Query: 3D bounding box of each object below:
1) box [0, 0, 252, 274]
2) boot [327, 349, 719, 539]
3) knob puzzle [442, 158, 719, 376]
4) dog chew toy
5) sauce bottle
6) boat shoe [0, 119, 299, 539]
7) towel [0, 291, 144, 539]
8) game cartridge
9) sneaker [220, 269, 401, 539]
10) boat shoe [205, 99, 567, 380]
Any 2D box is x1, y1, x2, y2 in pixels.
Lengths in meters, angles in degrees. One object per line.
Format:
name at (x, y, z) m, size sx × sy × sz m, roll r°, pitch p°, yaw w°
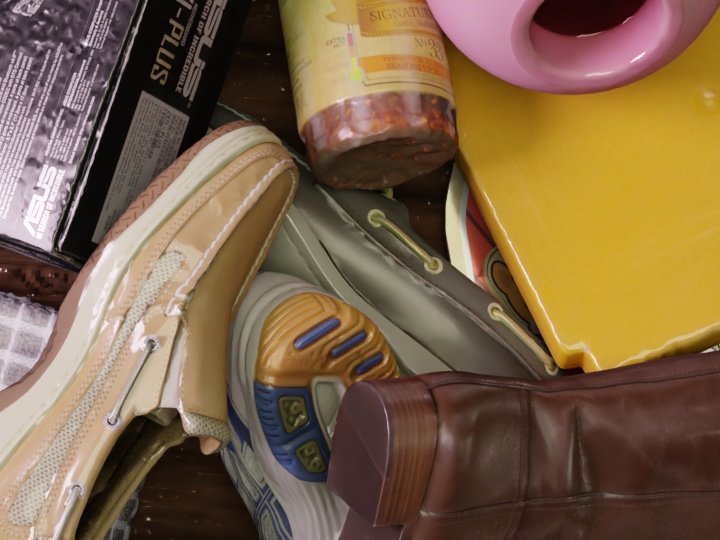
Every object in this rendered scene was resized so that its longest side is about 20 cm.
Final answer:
box at (-0.134, -0.113, 0.923) m, size 0.163 × 0.086 × 0.201 m, roll 17°, pitch 86°, yaw 21°
boot at (0.077, 0.117, 0.930) m, size 0.200 × 0.064 × 0.187 m, roll -3°, pitch 120°, yaw -30°
knob puzzle at (0.123, -0.022, 1.000) m, size 0.219 × 0.030 × 0.220 m, roll 0°, pitch 88°, yaw -5°
dog chew toy at (0.076, -0.165, 0.940) m, size 0.124 × 0.125 × 0.200 m, roll -4°, pitch 50°, yaw -5°
sauce bottle at (-0.006, -0.134, 0.956) m, size 0.066 × 0.066 × 0.201 m, roll -9°, pitch 73°, yaw -5°
boat shoe at (-0.075, 0.040, 0.879) m, size 0.076 × 0.072 × 0.200 m, roll 33°, pitch 85°, yaw 23°
towel at (-0.187, 0.079, 0.942) m, size 0.199 × 0.086 × 0.166 m, roll 16°, pitch 86°, yaw -4°
game cartridge at (0.140, -0.063, 0.975) m, size 0.200 × 0.032 × 0.177 m, roll -23°, pitch 73°, yaw -6°
sneaker at (-0.014, 0.088, 0.963) m, size 0.075 × 0.088 × 0.201 m, roll -21°, pitch 117°, yaw -23°
boat shoe at (-0.001, 0.001, 0.972) m, size 0.202 × 0.072 × 0.060 m, roll 44°, pitch 59°, yaw 7°
